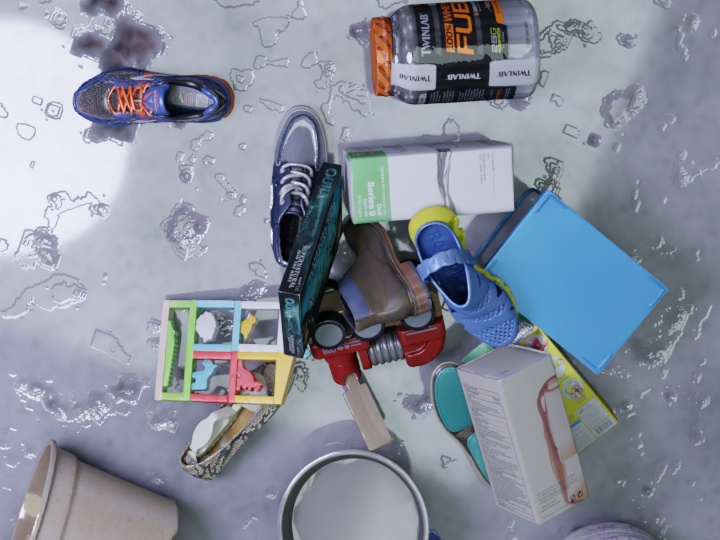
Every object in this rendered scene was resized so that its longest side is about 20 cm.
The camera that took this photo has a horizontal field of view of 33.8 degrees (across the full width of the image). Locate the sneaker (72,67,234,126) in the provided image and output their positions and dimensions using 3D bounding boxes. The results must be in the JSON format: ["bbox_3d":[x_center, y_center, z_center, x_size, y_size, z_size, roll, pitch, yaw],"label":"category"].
[{"bbox_3d":[-0.257,-0.215,1.463,0.198,0.078,0.076,-4,99,-3],"label":"sneaker"}]

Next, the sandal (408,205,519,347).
[{"bbox_3d":[0.121,0.022,1.406,0.079,0.087,0.200,-32,114,21],"label":"sandal"}]

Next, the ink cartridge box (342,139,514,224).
[{"bbox_3d":[0.082,-0.113,1.469,0.198,0.146,0.085,-4,99,-3],"label":"ink cartridge box"}]

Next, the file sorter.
[{"bbox_3d":[0.258,0.006,1.514,0.200,0.123,0.139,38,95,-9],"label":"file sorter"}]

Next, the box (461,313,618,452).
[{"bbox_3d":[0.235,0.156,1.573,0.117,0.048,0.200,-38,102,10],"label":"box"}]

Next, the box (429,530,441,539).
[{"bbox_3d":[0.103,0.471,1.629,0.121,0.032,0.201,-31,99,2],"label":"box"}]

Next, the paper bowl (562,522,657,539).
[{"bbox_3d":[0.335,0.439,1.603,0.199,0.104,0.202,-1,99,-4],"label":"paper bowl"}]

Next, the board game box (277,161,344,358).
[{"bbox_3d":[-0.057,-0.013,1.435,0.028,0.136,0.201,11,55,8],"label":"board game box"}]

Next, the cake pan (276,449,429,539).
[{"bbox_3d":[-0.008,0.332,1.543,0.199,0.037,0.202,0,88,7],"label":"cake pan"}]

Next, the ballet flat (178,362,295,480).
[{"bbox_3d":[-0.164,0.190,1.537,0.200,0.075,0.068,-50,54,6],"label":"ballet flat"}]

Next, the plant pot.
[{"bbox_3d":[-0.336,0.336,1.509,0.182,0.200,0.202,18,98,-18],"label":"plant pot"}]

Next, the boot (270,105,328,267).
[{"bbox_3d":[-0.077,-0.104,1.488,0.072,0.090,0.201,3,100,-4],"label":"boot"}]

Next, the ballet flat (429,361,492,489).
[{"bbox_3d":[0.142,0.200,1.566,0.069,0.070,0.201,-25,107,1],"label":"ballet flat"}]

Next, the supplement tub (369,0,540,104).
[{"bbox_3d":[0.114,-0.268,1.458,0.198,0.123,0.123,-4,100,-4],"label":"supplement tub"}]

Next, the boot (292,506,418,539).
[{"bbox_3d":[-0.016,0.355,1.586,0.132,0.070,0.200,42,87,-1],"label":"boot"}]

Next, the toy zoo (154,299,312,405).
[{"bbox_3d":[-0.160,0.104,1.505,0.199,0.020,0.132,1,78,12],"label":"toy zoo"}]

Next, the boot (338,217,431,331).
[{"bbox_3d":[0.000,0.000,1.457,0.096,0.200,0.075,-22,128,-16],"label":"boot"}]

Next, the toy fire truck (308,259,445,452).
[{"bbox_3d":[0.029,0.113,1.531,0.175,0.129,0.201,-12,125,2],"label":"toy fire truck"}]

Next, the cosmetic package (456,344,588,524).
[{"bbox_3d":[0.206,0.204,1.500,0.087,0.103,0.201,-24,107,-23],"label":"cosmetic package"}]
